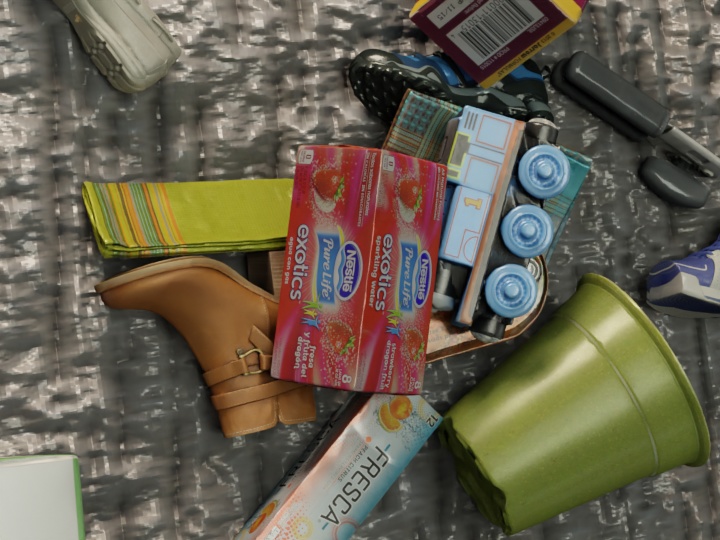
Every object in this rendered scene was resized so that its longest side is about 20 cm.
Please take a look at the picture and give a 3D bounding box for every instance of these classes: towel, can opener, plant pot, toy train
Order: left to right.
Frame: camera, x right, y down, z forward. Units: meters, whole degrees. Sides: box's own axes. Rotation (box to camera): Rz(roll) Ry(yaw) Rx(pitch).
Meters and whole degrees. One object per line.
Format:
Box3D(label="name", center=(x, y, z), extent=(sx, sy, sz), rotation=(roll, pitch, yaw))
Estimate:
Box3D(label="towel", center=(-0.134, -0.049, 1.505), extent=(0.198, 0.018, 0.086), rotation=(-3, 46, -25))
Box3D(label="towel", center=(0.102, -0.067, 1.606), extent=(0.199, 0.022, 0.148), rotation=(19, 102, -22))
Box3D(label="toy train", center=(0.109, -0.042, 1.531), extent=(0.113, 0.087, 0.202), rotation=(16, 87, 0))
Box3D(label="plant pot", center=(0.176, 0.136, 1.574), extent=(0.189, 0.200, 0.201), rotation=(-30, 97, -11))
Box3D(label="can opener", center=(0.266, -0.131, 1.700), extent=(0.199, 0.053, 0.067), rotation=(31, 72, -17))

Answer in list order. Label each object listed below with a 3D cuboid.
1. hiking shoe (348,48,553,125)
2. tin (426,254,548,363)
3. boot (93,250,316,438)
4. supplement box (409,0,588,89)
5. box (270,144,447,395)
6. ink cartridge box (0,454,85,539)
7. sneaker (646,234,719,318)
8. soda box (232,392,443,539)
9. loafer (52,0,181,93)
Box3D(label="hiking shoe", center=(0.081, -0.171, 1.623), extent=(0.198, 0.075, 0.087), rotation=(14, 51, -17))
Box3D(label="tin", center=(0.070, 0.020, 1.581), extent=(0.198, 0.042, 0.113), rotation=(-15, 98, -11))
Box3D(label="boot", center=(-0.124, 0.065, 1.495), extent=(0.198, 0.074, 0.156), rotation=(-4, 90, -22))
Box3D(label="supplement box", center=(0.148, -0.282, 1.587), extent=(0.103, 0.131, 0.201), rotation=(41, 48, -14))
Box3D(label="box", center=(0.000, 0.000, 1.482), extent=(0.099, 0.095, 0.202), rotation=(9, 88, -52))
Box3D(label="ink cartridge box", center=(-0.277, 0.215, 1.339), extent=(0.084, 0.200, 0.148), rotation=(-4, 86, -27))
Box3D(label="sneaker", center=(0.364, -0.013, 1.724), extent=(0.198, 0.080, 0.116), rotation=(6, 78, -30))
Box3D(label="soda box", center=(-0.019, 0.181, 1.531), extent=(0.068, 0.064, 0.200), rotation=(45, 70, -11))
Box3D(label="loafer", center=(-0.226, -0.245, 1.486), extent=(0.070, 0.070, 0.201), rotation=(-42, 109, -27))
